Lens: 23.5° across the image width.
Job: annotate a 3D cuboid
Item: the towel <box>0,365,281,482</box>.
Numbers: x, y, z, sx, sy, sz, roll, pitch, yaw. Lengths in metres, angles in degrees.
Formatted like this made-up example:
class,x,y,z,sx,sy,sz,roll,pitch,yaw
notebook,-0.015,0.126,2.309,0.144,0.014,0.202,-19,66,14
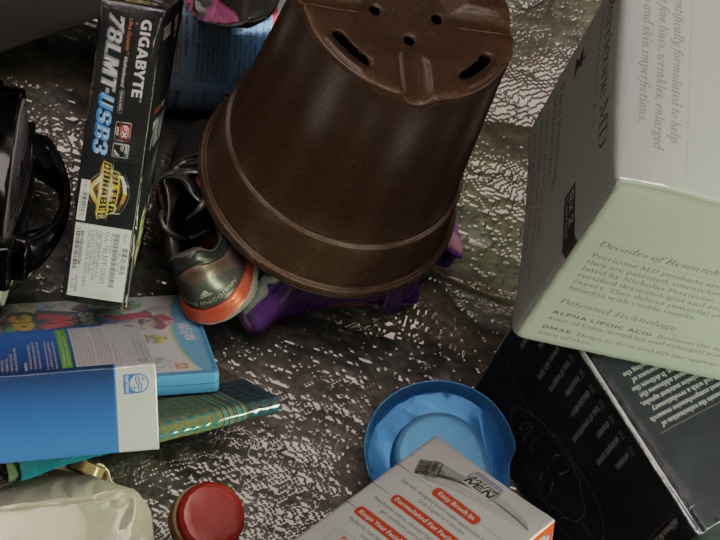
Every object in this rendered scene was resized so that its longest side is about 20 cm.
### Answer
class,x,y,z,sx,sy,sz,roll,pitch,yaw
towel,-0.173,0.096,1.181,0.198,0.146,0.022,-10,108,-31

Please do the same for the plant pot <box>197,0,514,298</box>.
class,x,y,z,sx,sy,sz,roll,pitch,yaw
plant pot,0.005,-0.117,1.200,0.198,0.199,0.202,10,55,-14

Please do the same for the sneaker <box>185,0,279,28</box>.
class,x,y,z,sx,sy,sz,roll,pitch,yaw
sneaker,-0.083,-0.230,1.261,0.086,0.081,0.200,9,26,-24

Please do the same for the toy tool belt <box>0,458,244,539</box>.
class,x,y,z,sx,sy,sz,roll,pitch,yaw
toy tool belt,-0.186,0.186,1.156,0.198,0.123,0.126,-9,76,-22

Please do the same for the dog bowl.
class,x,y,z,sx,sy,sz,roll,pitch,yaw
dog bowl,0.065,0.181,1.240,0.110,0.050,0.202,-9,65,-11

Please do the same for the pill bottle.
class,x,y,z,sx,sy,sz,roll,pitch,yaw
pill bottle,-0.107,-0.179,1.359,0.198,0.109,0.110,2,63,-10

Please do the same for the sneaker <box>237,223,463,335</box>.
class,x,y,z,sx,sy,sz,roll,pitch,yaw
sneaker,0.000,0.000,1.312,0.199,0.080,0.089,-32,90,-22

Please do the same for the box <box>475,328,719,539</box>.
class,x,y,z,sx,sy,sz,roll,pitch,yaw
box,0.195,0.111,1.219,0.123,0.200,0.198,-22,70,-22

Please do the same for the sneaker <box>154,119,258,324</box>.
class,x,y,z,sx,sy,sz,roll,pitch,yaw
sneaker,-0.115,-0.056,1.281,0.076,0.082,0.201,-22,44,10

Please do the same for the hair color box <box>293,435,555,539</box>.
class,x,y,z,sx,sy,sz,roll,pitch,yaw
hair color box,0.020,0.203,1.119,0.111,0.064,0.199,33,49,32

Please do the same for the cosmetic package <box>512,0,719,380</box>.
class,x,y,z,sx,sy,sz,roll,pitch,yaw
cosmetic package,0.204,-0.055,1.079,0.163,0.200,0.166,12,59,-8

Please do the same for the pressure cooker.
class,x,y,z,sx,sy,sz,roll,pitch,yaw
pressure cooker,-0.304,-0.056,1.221,0.198,0.179,0.178,7,76,-8

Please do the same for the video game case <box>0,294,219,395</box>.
class,x,y,z,sx,sy,sz,roll,pitch,yaw
video game case,-0.208,0.055,1.219,0.198,0.018,0.143,-3,22,-13

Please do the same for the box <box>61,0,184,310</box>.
class,x,y,z,sx,sy,sz,roll,pitch,yaw
box,-0.164,-0.092,1.207,0.049,0.200,0.201,10,100,-6

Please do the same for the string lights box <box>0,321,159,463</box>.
class,x,y,z,sx,sy,sz,roll,pitch,yaw
string lights box,-0.231,0.079,1.089,0.198,0.103,0.060,-5,104,-12

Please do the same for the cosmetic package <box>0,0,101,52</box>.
class,x,y,z,sx,sy,sz,roll,pitch,yaw
cosmetic package,-0.284,-0.223,1.293,0.198,0.107,0.091,-16,61,21
